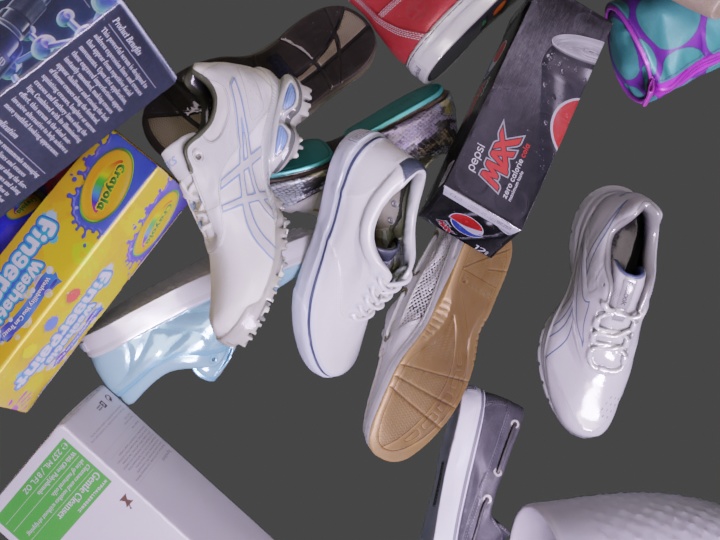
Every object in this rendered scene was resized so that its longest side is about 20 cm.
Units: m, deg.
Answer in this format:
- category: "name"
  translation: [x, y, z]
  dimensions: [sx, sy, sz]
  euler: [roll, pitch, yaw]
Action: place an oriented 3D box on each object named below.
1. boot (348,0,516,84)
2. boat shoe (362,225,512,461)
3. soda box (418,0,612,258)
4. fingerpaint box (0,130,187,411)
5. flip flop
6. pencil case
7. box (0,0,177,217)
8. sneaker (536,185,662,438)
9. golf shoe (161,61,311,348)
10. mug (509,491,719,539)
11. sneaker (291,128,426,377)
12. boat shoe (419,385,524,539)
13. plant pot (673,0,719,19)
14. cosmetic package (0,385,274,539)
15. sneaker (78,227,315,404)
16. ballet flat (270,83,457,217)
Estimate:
- category: "boot"
  translation: [0.070, -0.263, 0.877]
  dimensions: [0.200, 0.072, 0.144]
  euler: [-43, 82, -9]
- category: "boat shoe"
  translation: [0.050, 0.050, 0.876]
  dimensions: [0.071, 0.069, 0.202]
  euler: [35, 78, -36]
- category: "soda box"
  translation: [0.119, -0.115, 0.848]
  dimensions: [0.070, 0.063, 0.202]
  euler: [28, 68, -5]
- category: "fingerpaint box"
  translation: [-0.250, -0.031, 0.810]
  dimensions: [0.166, 0.073, 0.201]
  euler: [37, 87, 18]
- category: "flip flop"
  translation: [-0.076, -0.139, 0.872]
  dimensions: [0.199, 0.058, 0.082]
  euler: [-34, 88, -19]
- category: "pencil case"
  translation: [0.294, -0.200, 0.883]
  dimensions: [0.198, 0.085, 0.093]
  euler: [-20, 65, -4]
- category: "box"
  translation: [-0.250, -0.139, 0.737]
  dimensions: [0.199, 0.107, 0.149]
  euler: [-38, 70, -3]
- category: "sneaker"
  translation: [0.189, 0.032, 0.875]
  dimensions: [0.073, 0.087, 0.203]
  euler: [8, 91, -7]
- category: "golf shoe"
  translation: [-0.098, -0.049, 0.776]
  dimensions: [0.096, 0.078, 0.203]
  euler: [14, 70, -27]
- category: "mug"
  translation: [0.217, 0.264, 0.861]
  dimensions: [0.173, 0.148, 0.202]
  euler: [-4, 121, -12]
- category: "sneaker"
  translation: [0.000, 0.000, 0.830]
  dimensions: [0.073, 0.070, 0.202]
  euler: [-19, 129, -42]
- category: "boat shoe"
  translation: [0.087, 0.194, 0.880]
  dimensions: [0.065, 0.070, 0.203]
  euler: [13, 82, -3]
- category: "plant pot"
  translation: [0.262, -0.288, 0.766]
  dimensions: [0.198, 0.201, 0.178]
  euler: [-17, 61, -32]
- category: "cosmetic package"
  translation: [-0.162, 0.198, 0.835]
  dimensions: [0.200, 0.085, 0.108]
  euler: [42, 107, -2]
- category: "sneaker"
  translation: [-0.112, 0.036, 0.864]
  dimensions: [0.198, 0.074, 0.083]
  euler: [-26, 106, 1]
- category: "ballet flat"
  translation: [-0.013, -0.078, 0.871]
  dimensions: [0.198, 0.072, 0.073]
  euler: [-22, 92, -3]
